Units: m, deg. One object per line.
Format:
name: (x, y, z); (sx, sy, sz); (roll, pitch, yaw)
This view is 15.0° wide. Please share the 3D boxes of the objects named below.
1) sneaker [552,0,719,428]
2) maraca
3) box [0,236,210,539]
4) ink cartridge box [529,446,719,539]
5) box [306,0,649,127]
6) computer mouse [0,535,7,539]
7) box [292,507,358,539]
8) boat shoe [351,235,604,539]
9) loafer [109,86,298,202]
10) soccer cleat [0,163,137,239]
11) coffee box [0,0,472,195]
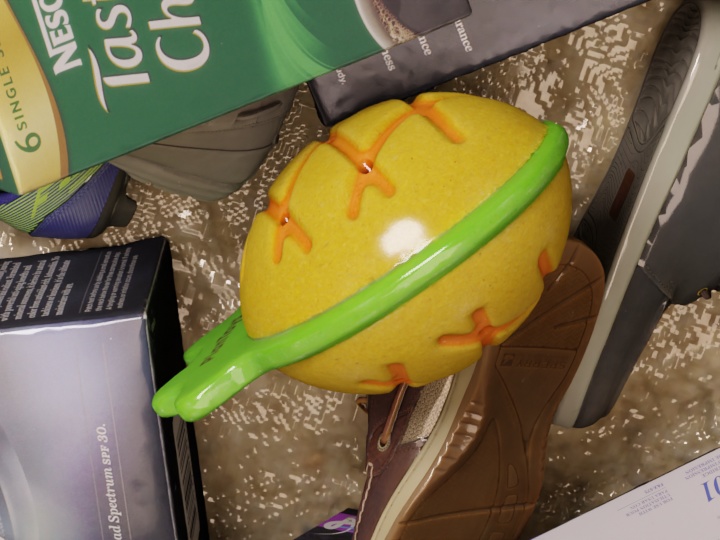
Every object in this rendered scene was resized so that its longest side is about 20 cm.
sneaker: (0.155, -0.009, 1.183); (0.106, 0.075, 0.201); (18, 110, -13)
maraca: (0.000, 0.000, 1.087); (0.200, 0.137, 0.107); (-31, 99, 24)
box: (-0.171, 0.106, 1.190); (0.197, 0.123, 0.201); (-7, 106, 3)
ink cartridge box: (0.100, 0.147, 1.193); (0.199, 0.044, 0.094); (-25, 147, -10)
box: (0.049, -0.169, 1.119); (0.199, 0.104, 0.149); (-20, 105, 5)
computer mouse: (-0.122, 0.180, 1.080); (0.200, 0.044, 0.110); (40, 119, 19)
box: (-0.038, 0.198, 1.176); (0.036, 0.200, 0.144); (7, 104, 28)
boat shoe: (0.037, 0.063, 1.176); (0.072, 0.072, 0.201); (6, 113, -37)
loafer: (-0.105, -0.080, 1.078); (0.070, 0.200, 0.070); (-49, 57, 22)
soccer cleat: (-0.120, -0.108, 1.152); (0.083, 0.065, 0.201); (8, 109, -20)
coffee box: (-0.063, -0.118, 1.015); (0.199, 0.044, 0.124); (-22, 107, -21)
